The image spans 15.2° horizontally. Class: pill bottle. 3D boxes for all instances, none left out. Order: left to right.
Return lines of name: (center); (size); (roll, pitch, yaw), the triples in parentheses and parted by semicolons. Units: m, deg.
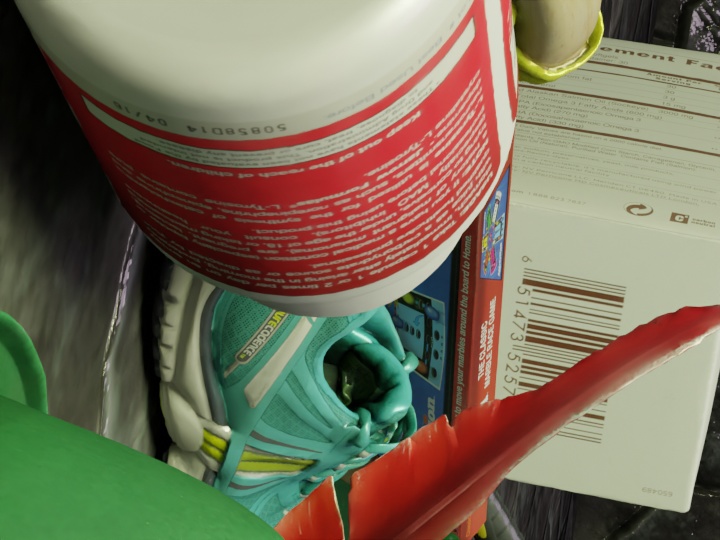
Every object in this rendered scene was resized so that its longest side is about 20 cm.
pill bottle: (-0.018, -0.058, 0.659); (0.200, 0.112, 0.113); (74, 28, -71)

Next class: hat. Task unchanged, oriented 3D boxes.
hat: (-0.020, 0.098, 0.613); (0.166, 0.175, 0.201); (-28, 128, -79)

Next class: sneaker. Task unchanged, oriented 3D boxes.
sneaker: (-0.021, 0.048, 0.870); (0.200, 0.079, 0.078); (89, 15, -55)

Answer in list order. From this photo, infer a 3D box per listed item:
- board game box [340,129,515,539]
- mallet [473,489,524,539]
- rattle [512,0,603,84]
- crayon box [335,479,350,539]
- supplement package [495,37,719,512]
board game box: (0.000, 0.000, 0.882); (0.019, 0.103, 0.200); (-42, 149, -33)
mallet: (0.025, 0.066, 0.995); (0.041, 0.066, 0.201); (-49, 125, -45)
rattle: (-0.004, -0.134, 0.928); (0.200, 0.142, 0.130); (69, -3, -45)
crayon box: (0.006, 0.014, 1.092); (0.127, 0.051, 0.201); (-28, 129, -79)
supplement package: (0.094, -0.008, 1.077); (0.200, 0.117, 0.117); (-61, 159, -65)
